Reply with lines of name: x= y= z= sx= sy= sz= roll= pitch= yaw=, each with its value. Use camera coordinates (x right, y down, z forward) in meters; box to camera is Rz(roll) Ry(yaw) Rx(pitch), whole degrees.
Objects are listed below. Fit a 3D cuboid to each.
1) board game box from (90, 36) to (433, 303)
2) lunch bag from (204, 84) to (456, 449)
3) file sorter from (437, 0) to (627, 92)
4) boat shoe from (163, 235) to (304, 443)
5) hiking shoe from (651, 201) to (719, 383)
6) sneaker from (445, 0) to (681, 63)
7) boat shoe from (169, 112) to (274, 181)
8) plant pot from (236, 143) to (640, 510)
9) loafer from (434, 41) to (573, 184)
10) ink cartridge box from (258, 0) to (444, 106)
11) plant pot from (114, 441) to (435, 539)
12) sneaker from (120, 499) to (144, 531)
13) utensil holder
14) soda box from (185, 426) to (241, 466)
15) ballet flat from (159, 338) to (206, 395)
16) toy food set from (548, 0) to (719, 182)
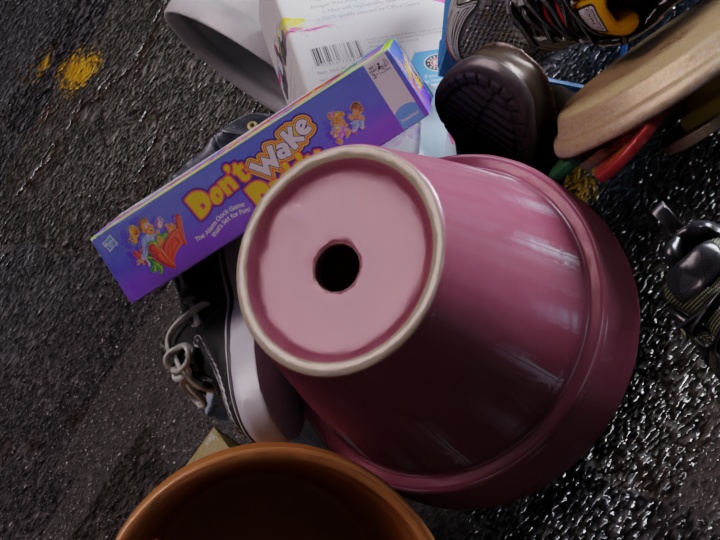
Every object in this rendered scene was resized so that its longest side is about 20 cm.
board game box: x=-0.053 y=-0.060 z=1.678 sx=0.200 sy=0.045 sz=0.134 roll=-32 pitch=5 yaw=5
lunch bag: x=0.000 y=0.000 z=1.834 sx=0.200 sy=0.127 sz=0.170 roll=-52 pitch=21 yaw=35
file sorter: x=0.129 y=-0.226 z=1.791 sx=0.139 sy=0.122 sz=0.200 roll=-83 pitch=6 yaw=-47
boat shoe: x=-0.080 y=0.044 z=1.688 sx=0.068 sy=0.074 sz=0.200 roll=-24 pitch=35 yaw=6
hiking shoe: x=0.194 y=0.037 z=1.449 sx=0.076 sy=0.101 sz=0.200 roll=-51 pitch=24 yaw=12
sneaker: x=0.128 y=-0.167 z=1.691 sx=0.200 sy=0.078 sz=0.082 roll=-27 pitch=30 yaw=35
boat shoe: x=-0.037 y=-0.086 z=2.004 sx=0.200 sy=0.091 sz=0.071 roll=-37 pitch=-3 yaw=11
plant pot: x=0.030 y=0.018 z=1.593 sx=0.199 sy=0.179 sz=0.201 roll=-9 pitch=70 yaw=26
loafer: x=0.094 y=-0.092 z=1.747 sx=0.071 sy=0.073 sz=0.200 roll=-49 pitch=-15 yaw=-13
ink cartridge box: x=-0.001 y=-0.161 z=1.954 sx=0.068 sy=0.115 sz=0.200 roll=93 pitch=163 yaw=-49
plant pot: x=-0.051 y=0.186 z=1.628 sx=0.200 sy=0.200 sz=0.140 roll=-54 pitch=8 yaw=3
sneaker: x=-0.118 y=0.237 z=1.733 sx=0.078 sy=0.066 sz=0.201 roll=140 pitch=124 yaw=-73
utensil holder: x=-0.019 y=-0.219 z=2.101 sx=0.200 sy=0.170 sz=0.170 roll=-57 pitch=24 yaw=-8
soda box: x=-0.063 y=0.171 z=1.804 sx=0.068 sy=0.064 sz=0.200 roll=-53 pitch=24 yaw=4
ballet flat: x=-0.060 y=0.017 z=2.005 sx=0.200 sy=0.057 sz=0.067 roll=-44 pitch=24 yaw=24
toy food set: x=0.191 y=-0.113 z=1.654 sx=0.200 sy=0.049 sz=0.198 roll=-31 pitch=8 yaw=25
